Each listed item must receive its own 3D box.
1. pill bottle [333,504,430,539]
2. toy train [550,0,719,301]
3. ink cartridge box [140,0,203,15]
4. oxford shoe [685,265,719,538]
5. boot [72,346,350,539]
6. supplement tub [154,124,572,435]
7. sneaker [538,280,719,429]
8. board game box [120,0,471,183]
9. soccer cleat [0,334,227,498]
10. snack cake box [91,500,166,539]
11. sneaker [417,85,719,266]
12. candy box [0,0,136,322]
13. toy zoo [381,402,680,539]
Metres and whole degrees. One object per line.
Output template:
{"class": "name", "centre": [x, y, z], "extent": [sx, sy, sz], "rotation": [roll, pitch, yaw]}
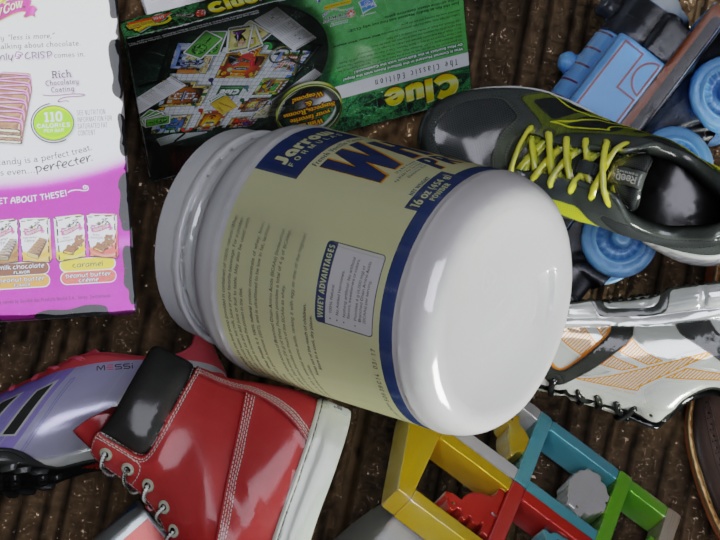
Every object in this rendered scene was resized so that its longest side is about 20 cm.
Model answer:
{"class": "pill bottle", "centre": [0.053, 0.237, 1.513], "extent": [0.114, 0.114, 0.200], "rotation": [-43, 96, -8]}
{"class": "toy train", "centre": [0.152, -0.079, 1.552], "extent": [0.114, 0.087, 0.200], "rotation": [37, 84, -1]}
{"class": "ink cartridge box", "centre": [-0.046, -0.229, 1.526], "extent": [0.199, 0.068, 0.116], "rotation": [-22, 93, -9]}
{"class": "oxford shoe", "centre": [0.236, 0.071, 1.560], "extent": [0.071, 0.073, 0.201], "rotation": [-1, 89, -10]}
{"class": "boot", "centre": [-0.102, 0.150, 1.450], "extent": [0.144, 0.072, 0.201], "rotation": [17, 83, -2]}
{"class": "supplement tub", "centre": [0.000, 0.000, 1.451], "extent": [0.199, 0.145, 0.146], "rotation": [15, 85, 35]}
{"class": "sneaker", "centre": [0.139, 0.054, 1.508], "extent": [0.199, 0.074, 0.080], "rotation": [-6, 87, 8]}
{"class": "board game box", "centre": [-0.034, -0.121, 1.522], "extent": [0.199, 0.023, 0.105], "rotation": [-15, 128, -10]}
{"class": "soccer cleat", "centre": [-0.172, 0.084, 1.509], "extent": [0.199, 0.068, 0.073], "rotation": [-8, 72, -9]}
{"class": "snack cake box", "centre": [-0.105, 0.246, 1.510], "extent": [0.115, 0.067, 0.200], "rotation": [-40, 95, -6]}
{"class": "sneaker", "centre": [0.130, -0.060, 1.467], "extent": [0.199, 0.085, 0.075], "rotation": [15, 85, 2]}
{"class": "candy box", "centre": [-0.201, -0.071, 1.501], "extent": [0.136, 0.061, 0.201], "rotation": [-3, 90, -9]}
{"class": "toy zoo", "centre": [0.089, 0.130, 1.526], "extent": [0.200, 0.020, 0.131], "rotation": [37, 40, -8]}
